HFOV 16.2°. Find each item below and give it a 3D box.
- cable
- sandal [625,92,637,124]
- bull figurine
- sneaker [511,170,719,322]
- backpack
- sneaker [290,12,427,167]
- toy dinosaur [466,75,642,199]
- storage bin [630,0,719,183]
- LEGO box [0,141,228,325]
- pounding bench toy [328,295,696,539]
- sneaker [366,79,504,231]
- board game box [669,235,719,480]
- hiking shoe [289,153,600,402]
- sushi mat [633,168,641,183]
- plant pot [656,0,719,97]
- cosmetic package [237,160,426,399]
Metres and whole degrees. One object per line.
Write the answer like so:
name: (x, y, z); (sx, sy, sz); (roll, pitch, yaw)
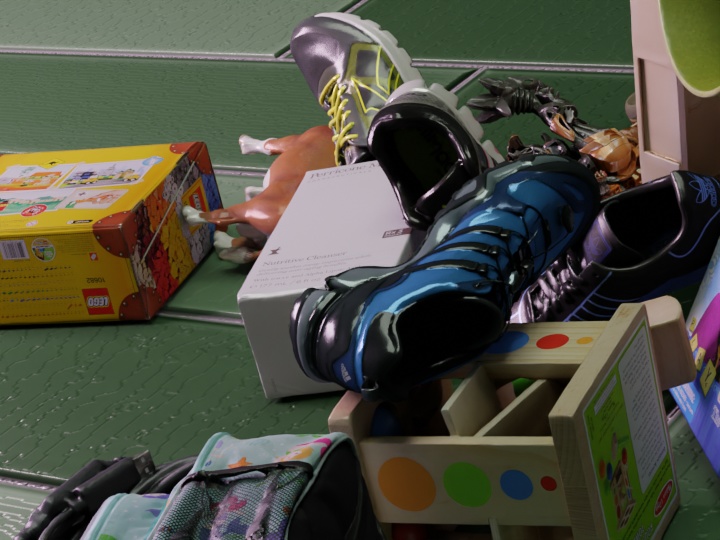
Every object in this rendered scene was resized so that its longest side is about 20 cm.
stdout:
cable: (-0.128, 0.166, 1.437); (0.162, 0.051, 0.200); (10, 30, 33)
sandal: (0.249, -0.156, 1.840); (0.080, 0.054, 0.200); (-32, 4, -28)
bull figurine: (-0.044, -0.064, 1.871); (0.121, 0.065, 0.200); (-6, 22, 25)
sneaker: (0.139, 0.001, 1.515); (0.200, 0.078, 0.070); (-36, 53, 26)
backpack: (-0.054, 0.172, 1.216); (0.150, 0.179, 0.200); (-1, 22, 16)
sneaker: (0.008, -0.109, 1.822); (0.084, 0.075, 0.200); (-26, 62, -37)
toy dinosaur: (0.147, -0.067, 1.745); (0.135, 0.103, 0.199); (28, 26, 38)
storage bin: (0.276, -0.139, 1.678); (0.198, 0.201, 0.093); (-29, 37, -32)
LEGO box: (-0.221, -0.027, 1.863); (0.199, 0.078, 0.149); (-2, 26, 24)
pounding bench toy: (0.087, 0.085, 1.393); (0.155, 0.125, 0.200); (-1, 26, 26)
sneaker: (0.074, -0.038, 1.621); (0.074, 0.200, 0.087); (-46, -11, 25)
board game box: (0.239, 0.019, 1.378); (0.041, 0.201, 0.200); (14, 19, -14)
hiking shoe: (0.062, 0.011, 1.343); (0.200, 0.075, 0.087); (-35, 37, -21)
sushi mat: (0.173, -0.028, 1.734); (0.199, 0.012, 0.095); (-30, 27, -34)
plant pot: (0.297, -0.193, 1.484); (0.199, 0.188, 0.187); (0, 21, -13)
cosmetic package: (0.000, 0.000, 1.682); (0.112, 0.082, 0.200); (-9, 25, 15)
